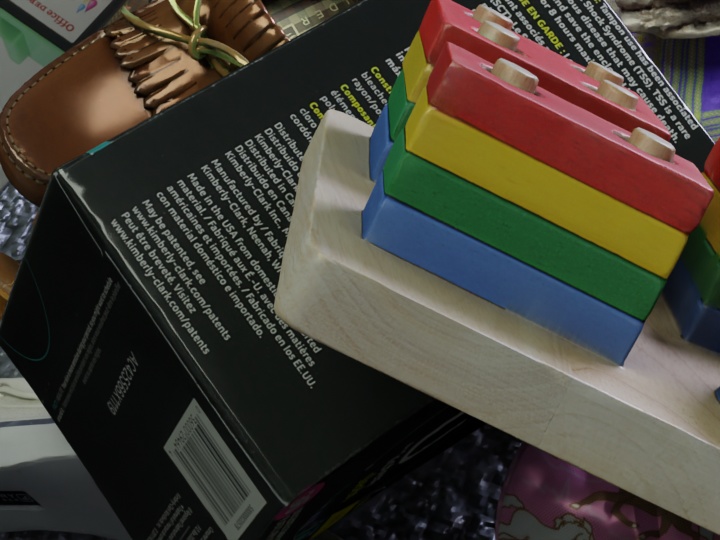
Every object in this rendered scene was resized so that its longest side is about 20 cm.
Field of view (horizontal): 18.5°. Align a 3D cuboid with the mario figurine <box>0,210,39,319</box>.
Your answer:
[{"bbox_3d":[-0.106,-0.061,0.908,0.122,0.107,0.201,4,38,17],"label":"mario figurine"}]

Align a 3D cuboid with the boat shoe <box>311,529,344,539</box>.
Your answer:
[{"bbox_3d":[-0.006,0.158,0.740,0.074,0.062,0.200,-33,32,0],"label":"boat shoe"}]

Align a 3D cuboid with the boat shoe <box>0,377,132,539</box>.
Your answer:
[{"bbox_3d":[-0.110,0.062,0.859,0.198,0.071,0.070,-4,53,28],"label":"boat shoe"}]

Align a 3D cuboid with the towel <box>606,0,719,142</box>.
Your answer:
[{"bbox_3d":[0.148,-0.069,0.889,0.198,0.023,0.144,-2,51,21],"label":"towel"}]

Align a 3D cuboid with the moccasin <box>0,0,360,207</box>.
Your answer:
[{"bbox_3d":[-0.039,-0.082,0.799,0.200,0.078,0.074,-21,71,-14],"label":"moccasin"}]

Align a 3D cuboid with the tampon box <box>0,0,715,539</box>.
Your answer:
[{"bbox_3d":[0.000,0.000,0.751,0.199,0.150,0.127,-31,79,-25],"label":"tampon box"}]

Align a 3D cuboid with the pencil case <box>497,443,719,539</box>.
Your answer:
[{"bbox_3d":[0.141,0.097,0.705,0.199,0.087,0.083,17,22,32],"label":"pencil case"}]

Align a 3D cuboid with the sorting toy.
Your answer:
[{"bbox_3d":[0.084,0.001,0.579,0.070,0.198,0.200,-63,5,12],"label":"sorting toy"}]

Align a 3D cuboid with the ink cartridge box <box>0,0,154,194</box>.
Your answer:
[{"bbox_3d":[-0.137,-0.146,0.848,0.200,0.145,0.084,-47,25,3],"label":"ink cartridge box"}]

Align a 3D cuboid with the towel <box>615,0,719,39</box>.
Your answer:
[{"bbox_3d":[0.199,-0.155,0.911,0.198,0.035,0.133,-11,36,10],"label":"towel"}]
